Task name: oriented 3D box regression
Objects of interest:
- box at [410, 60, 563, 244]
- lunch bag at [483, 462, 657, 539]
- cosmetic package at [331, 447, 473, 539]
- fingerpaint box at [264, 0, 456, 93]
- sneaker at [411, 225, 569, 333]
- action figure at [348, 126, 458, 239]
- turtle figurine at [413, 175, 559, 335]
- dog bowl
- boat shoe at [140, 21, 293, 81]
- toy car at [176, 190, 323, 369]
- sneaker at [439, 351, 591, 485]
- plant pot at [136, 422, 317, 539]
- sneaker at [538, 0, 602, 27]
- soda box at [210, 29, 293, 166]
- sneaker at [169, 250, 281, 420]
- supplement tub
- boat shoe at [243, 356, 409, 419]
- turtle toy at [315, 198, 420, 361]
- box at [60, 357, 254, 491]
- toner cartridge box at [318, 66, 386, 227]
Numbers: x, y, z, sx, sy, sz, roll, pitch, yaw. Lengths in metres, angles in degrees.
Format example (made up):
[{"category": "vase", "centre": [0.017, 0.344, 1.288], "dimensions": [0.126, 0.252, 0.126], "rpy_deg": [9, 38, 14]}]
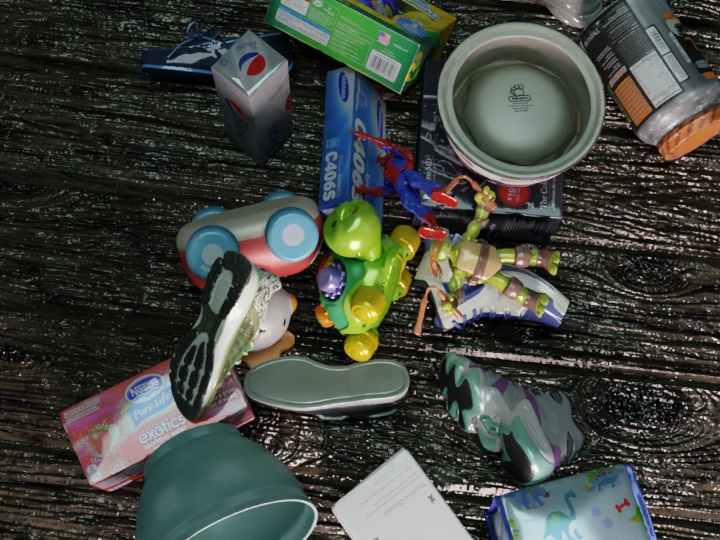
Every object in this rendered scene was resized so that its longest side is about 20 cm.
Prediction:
[{"category": "box", "centre": [0.161, -0.149, 1.280], "dimensions": [0.181, 0.104, 0.202], "rpy_deg": [4, 74, 1]}, {"category": "lunch bag", "centre": [0.248, 0.339, 1.129], "dimensions": [0.169, 0.128, 0.201], "rpy_deg": [-14, 65, -5]}, {"category": "cosmetic package", "centre": [0.067, 0.321, 1.153], "dimensions": [0.113, 0.081, 0.200], "rpy_deg": [-37, 77, -13]}, {"category": "fingerpaint box", "centre": [0.005, -0.325, 1.296], "dimensions": [0.199, 0.074, 0.167], "rpy_deg": [30, 32, 8]}, {"category": "sneaker", "centre": [0.147, 0.038, 1.246], "dimensions": [0.198, 0.081, 0.116], "rpy_deg": [27, 85, 5]}, {"category": "action figure", "centre": [0.034, -0.107, 1.176], "dimensions": [0.098, 0.200, 0.066], "rpy_deg": [14, 109, -20]}, {"category": "turtle figurine", "centre": [0.143, 0.001, 1.179], "dimensions": [0.160, 0.064, 0.201], "rpy_deg": [19, 74, -2]}, {"category": "dog bowl", "centre": [0.187, -0.190, 1.200], "dimensions": [0.198, 0.074, 0.202], "rpy_deg": [0, 74, -1]}, {"category": "boat shoe", "centre": [-0.190, -0.288, 1.331], "dimensions": [0.198, 0.084, 0.069], "rpy_deg": [-3, 92, -16]}, {"category": "toy car", "centre": [-0.118, 0.022, 1.216], "dimensions": [0.176, 0.184, 0.202], "rpy_deg": [-13, 103, -6]}, {"category": "sneaker", "centre": [0.194, 0.163, 1.210], "dimensions": [0.139, 0.078, 0.200], "rpy_deg": [-13, 48, -31]}, {"category": "plant pot", "centre": [-0.165, 0.257, 1.120], "dimensions": [0.199, 0.201, 0.135], "rpy_deg": [-26, 59, -8]}, {"category": "sneaker", "centre": [0.243, -0.408, 1.358], "dimensions": [0.199, 0.099, 0.078], "rpy_deg": [21, 74, 5]}, {"category": "soda box", "centre": [-0.129, -0.208, 1.240], "dimensions": [0.063, 0.200, 0.068], "rpy_deg": [39, 75, 10]}, {"category": "sneaker", "centre": [-0.141, 0.080, 1.111], "dimensions": [0.077, 0.088, 0.201], "rpy_deg": [37, 107, 42]}, {"category": "supplement tub", "centre": [0.384, -0.252, 1.305], "dimensions": [0.122, 0.123, 0.201], "rpy_deg": [-27, 77, -9]}, {"category": "boat shoe", "centre": [-0.040, 0.148, 1.212], "dimensions": [0.198, 0.061, 0.076], "rpy_deg": [3, 54, 2]}, {"category": "turtle toy", "centre": [0.000, 0.000, 1.190], "dimensions": [0.100, 0.201, 0.146], "rpy_deg": [22, 51, 12]}, {"category": "box", "centre": [-0.234, 0.170, 1.181], "dimensions": [0.199, 0.100, 0.096], "rpy_deg": [-26, 76, -8]}, {"category": "toner cartridge box", "centre": [-0.008, -0.147, 1.260], "dimensions": [0.043, 0.095, 0.201], "rpy_deg": [-10, 62, 24]}]
